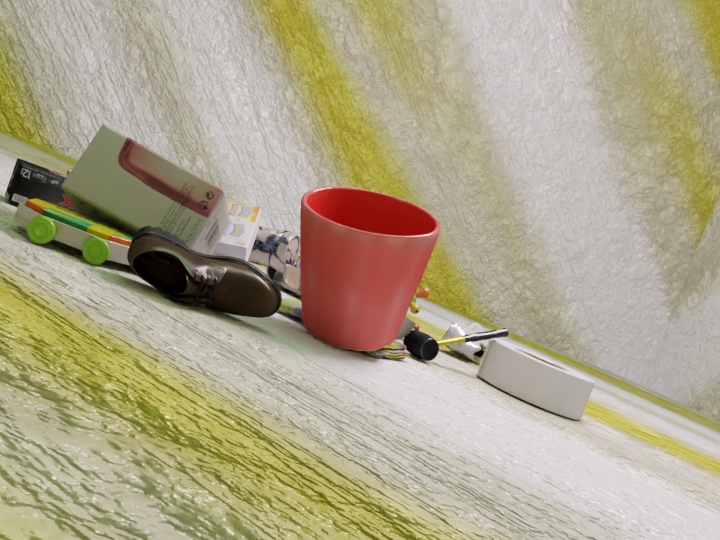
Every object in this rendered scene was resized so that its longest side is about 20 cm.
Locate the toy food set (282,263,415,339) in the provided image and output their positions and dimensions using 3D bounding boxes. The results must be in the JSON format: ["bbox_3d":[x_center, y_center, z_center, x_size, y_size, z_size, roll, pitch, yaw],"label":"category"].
[{"bbox_3d":[-0.018,0.046,1.378,0.197,0.061,0.143,23,-5,26],"label":"toy food set"}]

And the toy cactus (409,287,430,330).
[{"bbox_3d":[0.053,0.050,1.625,0.201,0.101,0.166,52,-22,11],"label":"toy cactus"}]

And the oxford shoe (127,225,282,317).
[{"bbox_3d":[-0.189,0.019,1.013,0.196,0.074,0.085,19,20,-13],"label":"oxford shoe"}]

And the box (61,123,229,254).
[{"bbox_3d":[-0.294,-0.092,1.176,0.197,0.110,0.128,29,-17,2],"label":"box"}]

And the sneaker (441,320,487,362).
[{"bbox_3d":[0.227,0.154,1.713,0.080,0.071,0.199,39,12,21],"label":"sneaker"}]

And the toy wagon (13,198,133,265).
[{"bbox_3d":[-0.339,-0.039,1.082,0.196,0.040,0.155,22,3,-11],"label":"toy wagon"}]

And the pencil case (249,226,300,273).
[{"bbox_3d":[-0.210,-0.049,1.574,0.195,0.080,0.089,12,-8,8],"label":"pencil case"}]

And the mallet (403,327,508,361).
[{"bbox_3d":[0.163,0.116,1.434,0.196,0.042,0.065,-8,14,-34],"label":"mallet"}]

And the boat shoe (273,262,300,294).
[{"bbox_3d":[-0.076,0.034,1.567,0.197,0.076,0.061,13,-41,35],"label":"boat shoe"}]

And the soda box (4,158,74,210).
[{"bbox_3d":[-0.445,-0.107,1.313,0.197,0.065,0.070,21,2,-30],"label":"soda box"}]

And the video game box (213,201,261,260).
[{"bbox_3d":[-0.256,-0.067,1.332,0.178,0.048,0.201,12,21,-5],"label":"video game box"}]

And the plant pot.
[{"bbox_3d":[0.000,0.000,1.174,0.195,0.181,0.201,10,20,-4],"label":"plant pot"}]

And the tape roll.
[{"bbox_3d":[0.307,0.188,1.481,0.198,0.072,0.202,22,3,-1],"label":"tape roll"}]

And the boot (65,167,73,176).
[{"bbox_3d":[-0.429,-0.131,1.487,0.196,0.067,0.176,23,-34,-5],"label":"boot"}]

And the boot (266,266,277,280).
[{"bbox_3d":[-0.082,0.021,1.687,0.196,0.074,0.144,19,1,8],"label":"boot"}]

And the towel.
[{"bbox_3d":[-0.029,0.088,1.279,0.197,0.023,0.143,23,3,26],"label":"towel"}]
